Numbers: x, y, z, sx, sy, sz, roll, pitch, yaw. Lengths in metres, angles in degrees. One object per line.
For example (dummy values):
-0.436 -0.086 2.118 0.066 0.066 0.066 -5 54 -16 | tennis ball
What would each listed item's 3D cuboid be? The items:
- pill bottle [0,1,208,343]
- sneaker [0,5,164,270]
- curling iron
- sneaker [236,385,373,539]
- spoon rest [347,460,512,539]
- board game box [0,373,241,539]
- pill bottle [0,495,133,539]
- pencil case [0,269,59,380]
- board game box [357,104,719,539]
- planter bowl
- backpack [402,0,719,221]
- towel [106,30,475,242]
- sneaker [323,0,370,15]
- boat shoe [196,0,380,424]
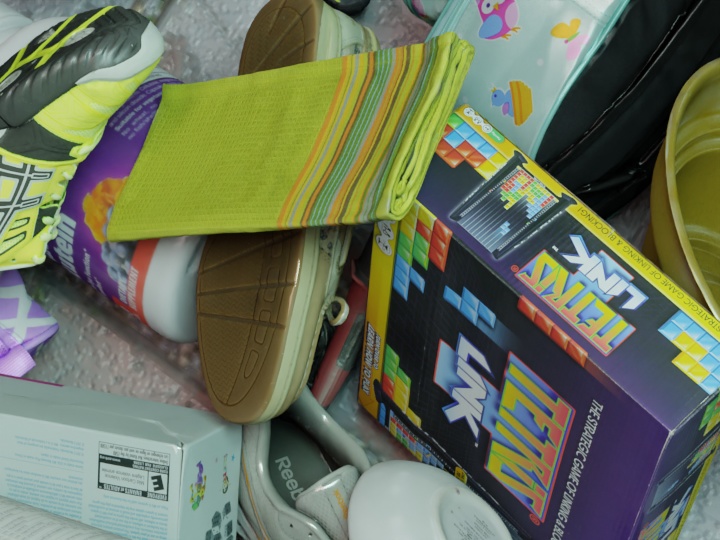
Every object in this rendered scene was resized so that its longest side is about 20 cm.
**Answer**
-0.137 -0.059 1.003 0.199 0.111 0.112 32 89 21 | pill bottle
-0.159 -0.049 0.924 0.199 0.076 0.076 -35 108 25 | sneaker
0.000 0.000 0.926 0.025 0.201 0.050 -13 59 -32 | curling iron
-0.006 0.138 0.920 0.075 0.092 0.201 -29 70 -21 | sneaker
0.064 0.170 0.895 0.200 0.099 0.061 48 121 -2 | spoon rest
-0.139 0.161 0.943 0.146 0.064 0.202 9 103 21 | board game box
-0.159 0.154 0.850 0.198 0.109 0.111 13 82 28 | pill bottle
-0.239 -0.021 1.011 0.084 0.085 0.200 -41 94 -26 | pencil case
0.076 0.049 0.867 0.057 0.201 0.165 -37 66 -23 | board game box
0.185 0.011 0.878 0.083 0.199 0.202 -39 66 44 | planter bowl
0.105 -0.124 0.908 0.153 0.175 0.201 30 98 23 | backpack
-0.038 -0.055 0.852 0.199 0.018 0.087 -3 56 48 | towel
-0.008 -0.231 1.022 0.080 0.074 0.202 -8 78 11 | sneaker
-0.026 -0.026 0.909 0.073 0.062 0.202 1 78 47 | boat shoe
